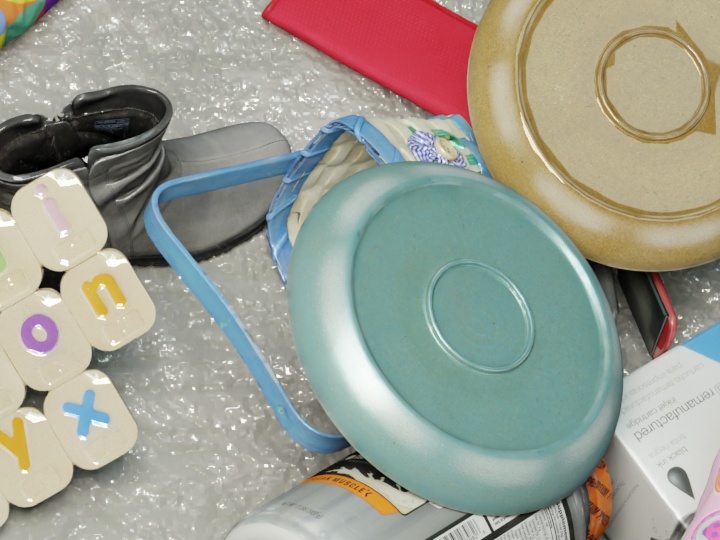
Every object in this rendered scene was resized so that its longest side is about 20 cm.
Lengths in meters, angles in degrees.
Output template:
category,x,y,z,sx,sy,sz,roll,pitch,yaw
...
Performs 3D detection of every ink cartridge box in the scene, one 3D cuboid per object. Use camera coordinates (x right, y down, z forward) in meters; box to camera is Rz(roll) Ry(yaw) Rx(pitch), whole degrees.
category,x,y,z,sx,sy,sz,roll,pitch,yaw
ink cartridge box,0.226,0.133,1.506,0.146,0.086,0.200,-28,69,-25

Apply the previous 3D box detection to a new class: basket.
category,x,y,z,sx,sy,sz,roll,pitch,yaw
basket,0.000,0.000,1.497,0.200,0.139,0.176,-23,68,-34

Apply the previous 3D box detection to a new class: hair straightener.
category,x,y,z,sx,sy,sz,roll,pitch,yaw
hair straightener,0.123,-0.027,1.576,0.077,0.041,0.200,4,44,-16

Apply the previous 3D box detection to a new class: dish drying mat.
category,x,y,z,sx,sy,sz,roll,pitch,yaw
dish drying mat,0.044,-0.129,1.635,0.200,0.018,0.077,31,55,16

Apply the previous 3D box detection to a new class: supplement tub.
category,x,y,z,sx,sy,sz,roll,pitch,yaw
supplement tub,0.032,0.143,1.420,0.200,0.123,0.123,-27,69,-40

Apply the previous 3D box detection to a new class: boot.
category,x,y,z,sx,sy,sz,roll,pitch,yaw
boot,-0.114,-0.057,1.508,0.200,0.132,0.070,-25,67,-25

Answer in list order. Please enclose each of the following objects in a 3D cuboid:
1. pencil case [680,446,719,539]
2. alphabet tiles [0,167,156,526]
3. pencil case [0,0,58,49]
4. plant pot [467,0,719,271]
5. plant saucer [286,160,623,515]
category,x,y,z,sx,sy,sz,roll,pitch,yaw
pencil case,0.209,0.126,1.410,0.087,0.087,0.200,27,61,3
alphabet tiles,-0.212,0.036,1.431,0.200,0.015,0.196,-31,100,2
pencil case,-0.185,-0.201,1.605,0.088,0.088,0.200,37,58,10
plant pot,0.158,-0.099,1.509,0.199,0.027,0.201,2,76,-9
plant saucer,0.056,0.028,1.404,0.200,0.027,0.201,15,56,-24
